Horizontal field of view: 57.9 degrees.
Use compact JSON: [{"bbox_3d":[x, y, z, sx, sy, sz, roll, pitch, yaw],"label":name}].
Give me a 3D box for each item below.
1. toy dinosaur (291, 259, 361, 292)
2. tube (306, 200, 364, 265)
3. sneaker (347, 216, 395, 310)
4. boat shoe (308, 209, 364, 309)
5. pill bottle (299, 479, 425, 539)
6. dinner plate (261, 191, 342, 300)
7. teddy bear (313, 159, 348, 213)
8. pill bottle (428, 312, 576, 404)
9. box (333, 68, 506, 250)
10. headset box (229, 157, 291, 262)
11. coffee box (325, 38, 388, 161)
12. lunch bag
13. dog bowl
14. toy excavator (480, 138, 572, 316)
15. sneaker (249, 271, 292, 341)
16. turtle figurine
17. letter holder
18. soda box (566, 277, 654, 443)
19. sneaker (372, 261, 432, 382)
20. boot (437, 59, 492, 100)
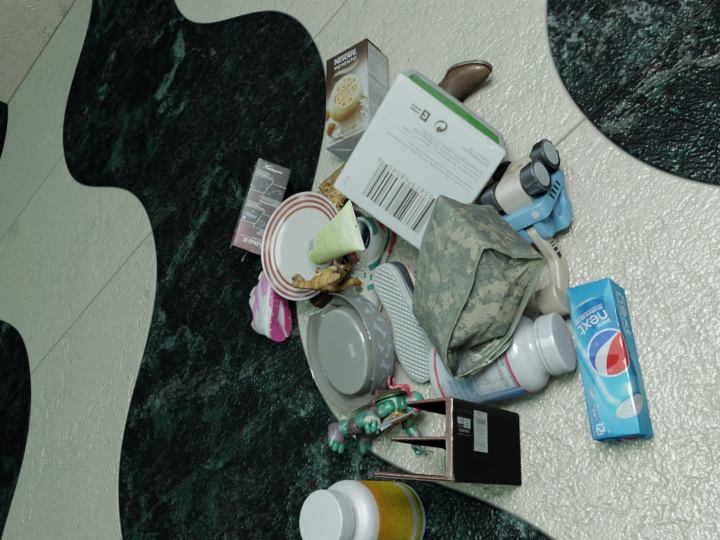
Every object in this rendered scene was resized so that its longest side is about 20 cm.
[{"bbox_3d":[-0.047,0.017,1.100,0.198,0.104,0.062,-16,89,55],"label":"toy dinosaur"},{"bbox_3d":[-0.038,-0.051,1.074,0.053,0.057,0.199,-61,12,-19],"label":"tube"},{"bbox_3d":[0.000,0.000,1.171,0.069,0.093,0.205,6,79,41],"label":"sneaker"},{"bbox_3d":[-0.053,-0.025,1.242,0.070,0.070,0.204,31,97,41],"label":"boat shoe"},{"bbox_3d":[0.003,0.372,0.971,0.109,0.198,0.114,-14,66,35],"label":"pill bottle"},{"bbox_3d":[-0.106,-0.045,1.223,0.196,0.024,0.206,-7,77,31],"label":"dinner plate"},{"bbox_3d":[-0.030,-0.164,1.254,0.199,0.067,0.146,-37,14,30],"label":"teddy bear"},{"bbox_3d":[0.203,0.130,0.944,0.197,0.108,0.112,-23,61,32],"label":"pill bottle"},{"bbox_3d":[0.097,-0.174,1.028,0.197,0.172,0.202,34,111,-2],"label":"box"},{"bbox_3d":[-0.214,-0.114,1.361,0.149,0.075,0.205,174,113,-77],"label":"headset box"},{"bbox_3d":[-0.007,-0.337,1.299,0.112,0.079,0.206,-16,66,35],"label":"coffee box"},{"bbox_3d":[0.146,0.027,0.907,0.165,0.115,0.204,-119,43,-57],"label":"lunch bag"},{"bbox_3d":[-0.017,0.137,1.120,0.198,0.058,0.206,15,109,50],"label":"dog bowl"},{"bbox_3d":[0.270,-0.059,0.961,0.099,0.201,0.195,-27,19,44],"label":"toy excavator"},{"bbox_3d":[-0.185,0.040,1.325,0.087,0.081,0.206,-3,73,37],"label":"sneaker"},{"bbox_3d":[0.045,0.239,1.027,0.198,0.148,0.103,-31,40,40],"label":"turtle figurine"},{"bbox_3d":[0.120,0.244,0.914,0.140,0.198,0.103,-12,68,37],"label":"letter holder"},{"bbox_3d":[0.330,0.120,0.865,0.063,0.067,0.205,-19,64,34],"label":"soda box"},{"bbox_3d":[0.091,0.079,1.087,0.077,0.079,0.205,-21,86,39],"label":"sneaker"},{"bbox_3d":[0.155,-0.246,1.141,0.184,0.063,0.205,-18,60,50],"label":"boot"}]
